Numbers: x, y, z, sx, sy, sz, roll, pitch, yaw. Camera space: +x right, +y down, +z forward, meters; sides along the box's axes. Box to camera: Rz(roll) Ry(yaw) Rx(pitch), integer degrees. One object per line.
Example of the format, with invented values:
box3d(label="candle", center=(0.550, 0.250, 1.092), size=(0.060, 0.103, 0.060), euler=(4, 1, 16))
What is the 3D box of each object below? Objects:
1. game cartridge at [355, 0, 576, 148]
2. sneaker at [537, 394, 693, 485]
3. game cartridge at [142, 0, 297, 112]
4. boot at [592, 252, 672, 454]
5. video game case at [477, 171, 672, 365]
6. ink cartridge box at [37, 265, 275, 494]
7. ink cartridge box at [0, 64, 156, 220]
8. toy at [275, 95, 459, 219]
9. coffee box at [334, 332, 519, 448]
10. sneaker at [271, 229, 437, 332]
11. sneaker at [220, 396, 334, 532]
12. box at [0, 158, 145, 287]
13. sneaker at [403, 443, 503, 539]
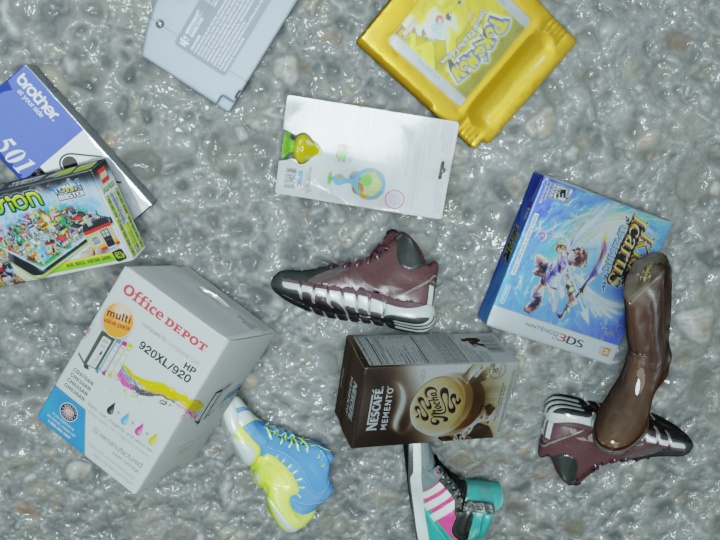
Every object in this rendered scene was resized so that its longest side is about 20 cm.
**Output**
box3d(label="game cartridge", center=(0.125, -0.267, 0.910), size=(0.200, 0.032, 0.176), euler=(39, 97, -13))
box3d(label="sneaker", center=(0.330, 0.241, 1.043), size=(0.199, 0.076, 0.116), euler=(14, 107, 1))
box3d(label="game cartridge", center=(-0.150, -0.297, 0.869), size=(0.133, 0.040, 0.200), euler=(32, 98, -16))
box3d(label="boot", center=(0.329, 0.097, 0.940), size=(0.064, 0.186, 0.200), euler=(15, 137, 31))
box3d(label="video game case", center=(0.269, 0.000, 0.985), size=(0.181, 0.045, 0.200), euler=(18, 101, -12))
box3d(label="ink cartridge box", center=(-0.225, 0.113, 0.882), size=(0.147, 0.145, 0.200), euler=(34, 98, 11))
box3d(label="ink cartridge box", center=(-0.336, -0.123, 0.883), size=(0.094, 0.044, 0.200), euler=(-39, 105, 3))
box3d(label="toy", center=(0.006, -0.135, 0.920), size=(0.199, 0.047, 0.115), euler=(8, 106, -5))
box3d(label="coffee box", center=(0.078, 0.143, 0.950), size=(0.199, 0.080, 0.113), euler=(0, 115, -19))
box3d(label="sneaker", center=(0.000, 0.000, 0.943), size=(0.199, 0.076, 0.116), euler=(12, 73, 7))
box3d(label="sneaker", center=(-0.100, 0.227, 0.993), size=(0.105, 0.076, 0.200), euler=(-30, 105, -18))
box3d(label="box", center=(-0.351, -0.048, 0.862), size=(0.200, 0.035, 0.110), euler=(-10, 116, 17))
box3d(label="sneaker", center=(0.122, 0.279, 1.013), size=(0.120, 0.084, 0.200), euler=(-9, 112, 1))
